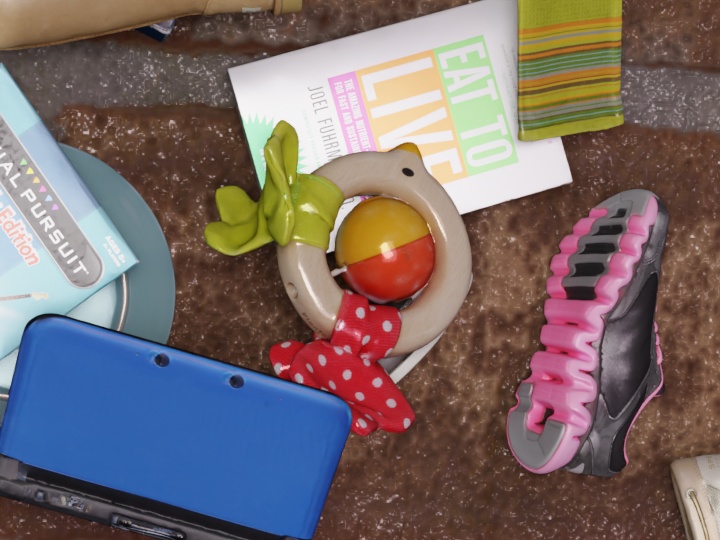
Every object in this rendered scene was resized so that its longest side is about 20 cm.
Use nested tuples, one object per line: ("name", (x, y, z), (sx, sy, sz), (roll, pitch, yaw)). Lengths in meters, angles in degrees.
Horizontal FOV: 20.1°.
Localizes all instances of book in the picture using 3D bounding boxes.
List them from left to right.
("book", (0.025, -0.094, 1.341), (0.199, 0.048, 0.135), (-16, 93, -5))

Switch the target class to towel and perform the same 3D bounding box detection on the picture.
("towel", (0.135, -0.183, 1.290), (0.086, 0.018, 0.201), (-15, 113, -34))

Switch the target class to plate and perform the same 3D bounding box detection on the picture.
("plate", (-0.218, 0.015, 1.311), (0.199, 0.026, 0.202), (0, 91, -10))

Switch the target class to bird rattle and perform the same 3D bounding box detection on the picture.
("bird rattle", (0.000, 0.000, 1.255), (0.162, 0.113, 0.201), (-23, 79, -26))

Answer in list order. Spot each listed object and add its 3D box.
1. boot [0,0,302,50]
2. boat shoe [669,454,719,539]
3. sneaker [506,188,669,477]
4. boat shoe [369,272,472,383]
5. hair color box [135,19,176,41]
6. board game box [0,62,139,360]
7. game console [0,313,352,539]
("boot", (-0.138, -0.229, 1.237), (0.198, 0.066, 0.177), (-5, 93, -10))
("boat shoe", (0.242, 0.224, 1.370), (0.064, 0.072, 0.202), (-5, 90, 0))
("sneaker", (0.170, 0.047, 1.360), (0.095, 0.079, 0.201), (21, 88, -31))
("boat shoe", (-0.011, 0.059, 1.321), (0.061, 0.072, 0.201), (44, 87, -11))
("hair color box", (-0.128, -0.259, 1.302), (0.099, 0.061, 0.201), (24, 87, -9))
("board game box", (-0.262, -0.010, 1.268), (0.199, 0.047, 0.151), (-36, 95, -6))
("game console", (-0.117, 0.104, 1.249), (0.199, 0.171, 0.119), (17, 89, -4))
